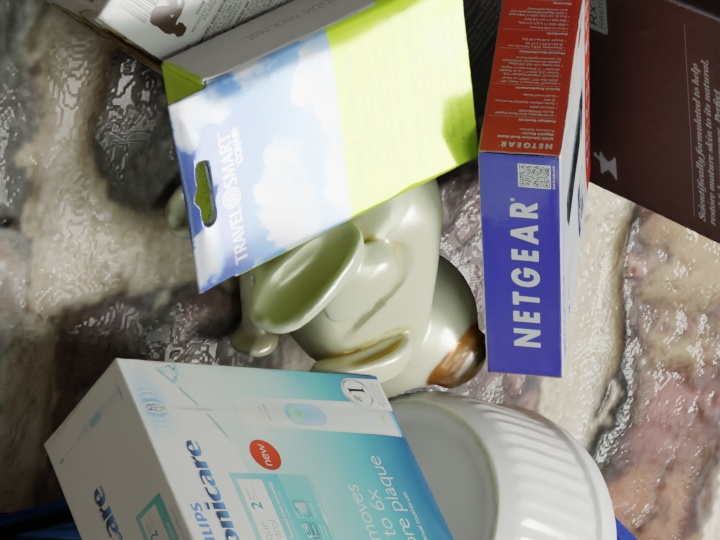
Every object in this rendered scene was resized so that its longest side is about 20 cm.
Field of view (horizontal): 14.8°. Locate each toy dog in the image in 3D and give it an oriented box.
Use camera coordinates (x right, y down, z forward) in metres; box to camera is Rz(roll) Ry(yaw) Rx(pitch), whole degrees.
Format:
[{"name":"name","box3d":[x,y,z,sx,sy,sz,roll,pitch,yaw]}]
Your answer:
[{"name":"toy dog","box3d":[0.000,0.000,1.678,0.194,0.139,0.200,-47,142,-11]}]

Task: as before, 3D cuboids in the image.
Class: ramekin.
[{"name":"ramekin","box3d":[0.050,0.170,1.724,0.105,0.200,0.201,28,91,-49]}]

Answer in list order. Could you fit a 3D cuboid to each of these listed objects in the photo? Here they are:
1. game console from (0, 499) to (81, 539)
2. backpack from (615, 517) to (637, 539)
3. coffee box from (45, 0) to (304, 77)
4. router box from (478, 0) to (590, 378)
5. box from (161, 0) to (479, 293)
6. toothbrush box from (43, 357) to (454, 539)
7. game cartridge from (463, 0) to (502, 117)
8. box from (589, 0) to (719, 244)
[{"name":"game console","box3d":[-0.143,0.198,1.652,0.199,0.118,0.172,8,104,-41]},{"name":"backpack","box3d":[0.094,0.236,1.846,0.200,0.163,0.168,-48,127,4]},{"name":"coffee box","box3d":[-0.090,-0.143,1.542,0.200,0.113,0.080,32,88,-44]},{"name":"router box","box3d":[0.107,-0.066,1.675,0.201,0.049,0.180,84,13,-49]},{"name":"box","box3d":[-0.027,-0.083,1.511,0.199,0.048,0.123,-27,126,-29]},{"name":"toothbrush box","box3d":[-0.058,0.134,1.549,0.199,0.147,0.085,6,137,-41]},{"name":"game cartridge","box3d":[0.046,-0.153,1.707,0.200,0.038,0.130,-55,137,-6]},{"name":"box","box3d":[0.266,-0.139,1.806,0.199,0.164,0.167,-25,124,-29]}]
